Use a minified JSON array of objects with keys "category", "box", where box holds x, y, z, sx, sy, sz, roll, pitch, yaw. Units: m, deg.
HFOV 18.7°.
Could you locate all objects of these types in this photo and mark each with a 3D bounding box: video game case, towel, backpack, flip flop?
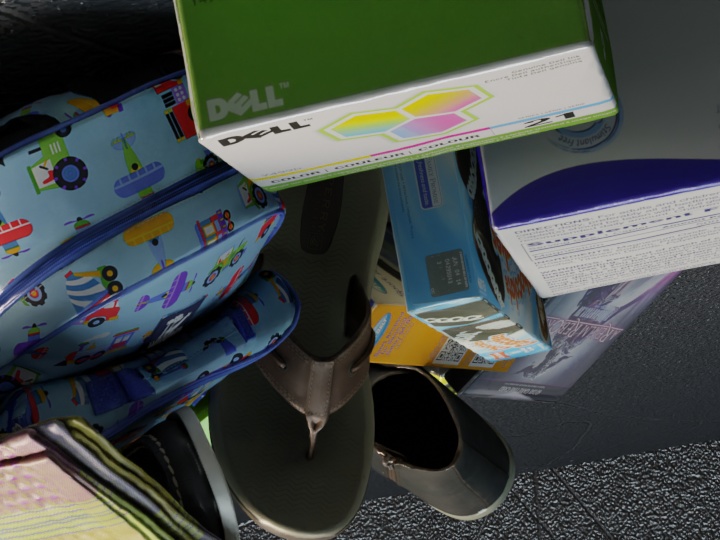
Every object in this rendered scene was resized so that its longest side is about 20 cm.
[{"category":"video game case","box":[0.147,-0.001,1.254,0.200,0.019,0.143,-49,156,16]},{"category":"towel","box":[-0.151,0.114,0.907,0.199,0.023,0.144,-14,137,34]},{"category":"backpack","box":[-0.109,-0.003,0.918,0.182,0.135,0.200,-26,174,-40]},{"category":"flip flop","box":[-0.022,0.023,1.011,0.080,0.202,0.058,10,174,-7]}]

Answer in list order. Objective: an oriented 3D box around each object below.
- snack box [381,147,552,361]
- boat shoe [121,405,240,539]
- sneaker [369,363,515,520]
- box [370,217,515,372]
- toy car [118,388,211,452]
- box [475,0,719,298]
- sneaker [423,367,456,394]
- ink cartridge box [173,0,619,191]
[{"category":"snack box","box":[0.049,-0.026,1.041,0.037,0.117,0.200,-12,169,12]},{"category":"boat shoe","box":[-0.100,0.113,0.964,0.060,0.074,0.200,-15,169,-19]},{"category":"sneaker","box":[-0.007,0.055,1.183,0.199,0.075,0.106,30,172,22]},{"category":"box","box":[0.000,0.000,1.139,0.042,0.119,0.199,-55,152,13]},{"category":"toy car","box":[-0.134,0.096,1.135,0.156,0.165,0.201,-6,128,-20]},{"category":"box","box":[0.146,-0.067,0.954,0.182,0.106,0.200,-11,170,8]},{"category":"sneaker","box":[0.000,0.065,1.313,0.199,0.075,0.084,-11,162,33]},{"category":"ink cartridge box","box":[0.004,-0.094,0.758,0.146,0.076,0.200,-12,170,10]}]
